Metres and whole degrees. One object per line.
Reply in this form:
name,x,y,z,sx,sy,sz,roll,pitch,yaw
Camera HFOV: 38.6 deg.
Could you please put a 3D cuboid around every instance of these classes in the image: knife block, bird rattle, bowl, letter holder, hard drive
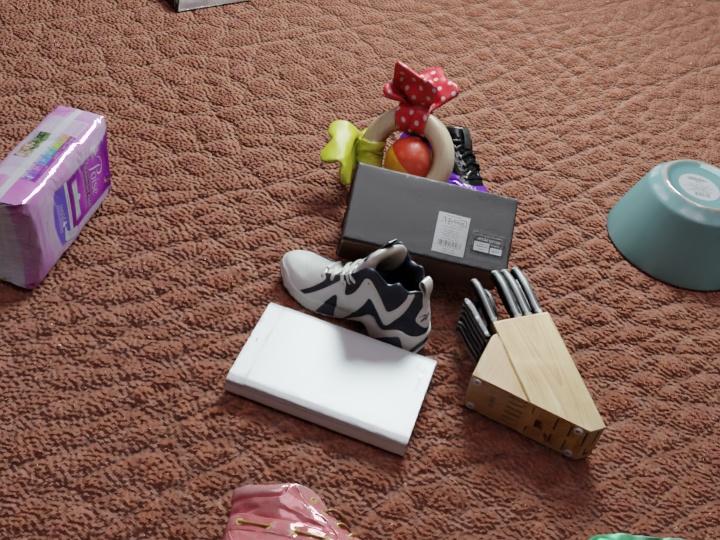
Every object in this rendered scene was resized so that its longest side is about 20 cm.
knife block,0.194,0.091,1.145,0.200,0.064,0.176,25,54,13
bird rattle,0.057,-0.167,1.353,0.163,0.200,0.113,57,11,7
bowl,0.450,-0.077,1.406,0.201,0.105,0.201,9,41,-8
letter holder,0.075,-0.041,1.275,0.200,0.142,0.101,13,72,-4
hard drive,-0.029,0.113,1.110,0.200,0.026,0.132,19,41,6

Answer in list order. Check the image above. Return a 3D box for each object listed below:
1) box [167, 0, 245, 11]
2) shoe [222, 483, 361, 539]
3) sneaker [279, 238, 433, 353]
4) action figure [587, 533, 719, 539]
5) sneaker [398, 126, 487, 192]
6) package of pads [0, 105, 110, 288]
box,-0.293,-0.508,1.736,0.144,0.036,0.200,-20,50,-34
shoe,-0.025,0.245,0.924,0.200,0.072,0.091,7,46,-2
sneaker,0.000,0.000,1.167,0.199,0.130,0.079,35,44,23
action figure,0.285,0.292,0.976,0.200,0.055,0.118,8,42,3
sneaker,0.124,-0.141,1.374,0.200,0.100,0.070,42,23,30
package of pads,-0.357,-0.086,1.169,0.076,0.121,0.200,14,40,8
